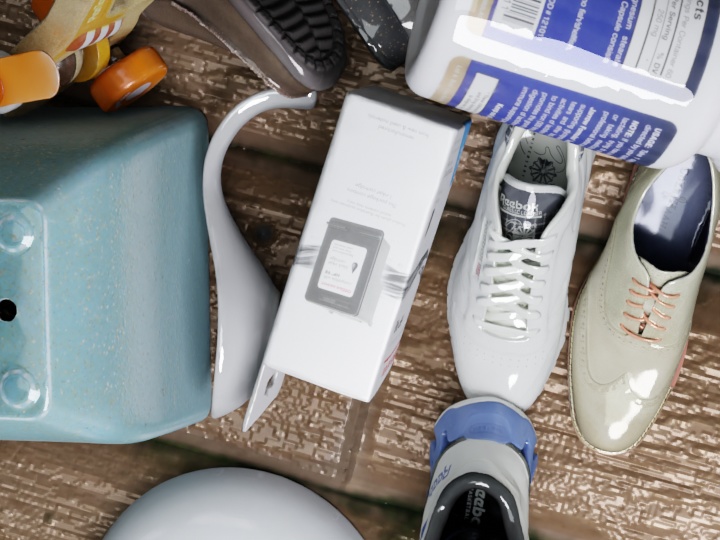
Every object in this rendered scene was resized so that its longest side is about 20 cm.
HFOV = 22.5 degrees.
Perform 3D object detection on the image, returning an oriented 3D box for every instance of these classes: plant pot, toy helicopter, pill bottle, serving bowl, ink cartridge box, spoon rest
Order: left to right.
[{"bbox_3d":[-0.202,0.007,1.031,0.195,0.200,0.197,1,97,8],"label":"plant pot"},{"bbox_3d":[-0.163,-0.132,0.981,0.132,0.200,0.079,-34,88,-25],"label":"toy helicopter"},{"bbox_3d":[-0.083,0.225,1.108,0.199,0.066,0.201,1,97,9],"label":"serving bowl"},{"bbox_3d":[-0.072,-0.013,1.069,0.060,0.099,0.201,11,88,-3],"label":"spoon rest"},{"bbox_3d":[0.000,0.000,1.042,0.066,0.116,0.201,19,100,5],"label":"ink cartridge box"},{"bbox_3d":[0.132,-0.119,0.947,0.199,0.116,0.116,17,100,-7],"label":"pill bottle"}]

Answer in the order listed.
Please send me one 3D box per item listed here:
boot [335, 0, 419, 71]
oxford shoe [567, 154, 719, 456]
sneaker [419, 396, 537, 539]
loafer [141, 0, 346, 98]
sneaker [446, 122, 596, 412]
[{"bbox_3d":[0.015,-0.228,1.045,0.131,0.070,0.200,-35,95,3],"label":"boot"},{"bbox_3d":[0.160,0.014,1.040,0.070,0.074,0.201,13,99,7],"label":"oxford shoe"},{"bbox_3d":[0.061,0.185,1.044,0.080,0.115,0.200,3,112,8],"label":"sneaker"},{"bbox_3d":[-0.088,-0.168,1.061,0.200,0.073,0.071,47,127,14],"label":"loafer"},{"bbox_3d":[0.090,-0.008,1.046,0.076,0.081,0.201,9,101,5],"label":"sneaker"}]
